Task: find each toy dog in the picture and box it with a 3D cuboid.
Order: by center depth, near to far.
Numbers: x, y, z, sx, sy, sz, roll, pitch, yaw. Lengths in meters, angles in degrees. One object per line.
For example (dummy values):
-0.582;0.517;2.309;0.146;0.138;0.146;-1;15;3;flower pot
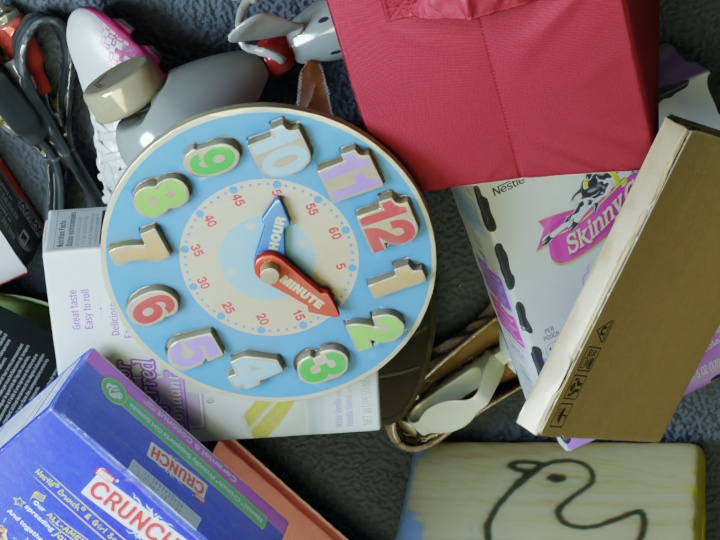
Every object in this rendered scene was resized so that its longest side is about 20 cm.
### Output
-0.076;-0.110;1.628;0.132;0.096;0.200;40;92;-25;toy dog

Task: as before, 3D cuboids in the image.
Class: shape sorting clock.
-0.054;-0.007;1.557;0.198;0.039;0.201;-1;119;-2;shape sorting clock

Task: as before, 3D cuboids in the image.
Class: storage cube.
0.081;-0.173;1.547;0.170;0.201;0.180;-6;133;12;storage cube

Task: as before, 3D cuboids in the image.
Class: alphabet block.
0.130;0.243;1.769;0.198;0.196;0.198;-1;120;9;alphabet block

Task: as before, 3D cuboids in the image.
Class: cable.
-0.208;-0.097;1.744;0.097;0.050;0.200;-35;124;-3;cable

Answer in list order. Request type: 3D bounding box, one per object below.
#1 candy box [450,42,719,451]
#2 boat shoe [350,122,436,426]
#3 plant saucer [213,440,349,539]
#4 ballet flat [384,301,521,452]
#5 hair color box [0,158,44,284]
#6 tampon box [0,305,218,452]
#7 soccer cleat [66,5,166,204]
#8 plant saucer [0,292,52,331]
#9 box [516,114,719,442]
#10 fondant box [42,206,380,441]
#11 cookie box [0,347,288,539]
0.161;-0.015;1.664;0.167;0.072;0.201;-25;115;-7;candy box
0.000;0.000;1.734;0.068;0.072;0.201;15;114;45;boat shoe
-0.099;0.226;1.880;0.200;0.037;0.200;42;108;-12;plant saucer
0.094;0.061;1.754;0.200;0.067;0.068;-38;110;25;ballet flat
-0.323;-0.016;1.783;0.199;0.061;0.102;-22;114;20;hair color box
-0.217;0.140;1.753;0.199;0.127;0.150;26;128;-2;tampon box
-0.140;-0.072;1.701;0.086;0.070;0.201;-41;112;-17;soccer cleat
-0.239;0.097;1.849;0.198;0.031;0.201;4;119;6;plant saucer
0.181;0.011;1.583;0.021;0.163;0.201;32;102;30;box
-0.089;0.031;1.632;0.198;0.058;0.145;-3;120;0;fondant box
-0.174;0.170;1.633;0.171;0.075;0.200;43;124;-12;cookie box
